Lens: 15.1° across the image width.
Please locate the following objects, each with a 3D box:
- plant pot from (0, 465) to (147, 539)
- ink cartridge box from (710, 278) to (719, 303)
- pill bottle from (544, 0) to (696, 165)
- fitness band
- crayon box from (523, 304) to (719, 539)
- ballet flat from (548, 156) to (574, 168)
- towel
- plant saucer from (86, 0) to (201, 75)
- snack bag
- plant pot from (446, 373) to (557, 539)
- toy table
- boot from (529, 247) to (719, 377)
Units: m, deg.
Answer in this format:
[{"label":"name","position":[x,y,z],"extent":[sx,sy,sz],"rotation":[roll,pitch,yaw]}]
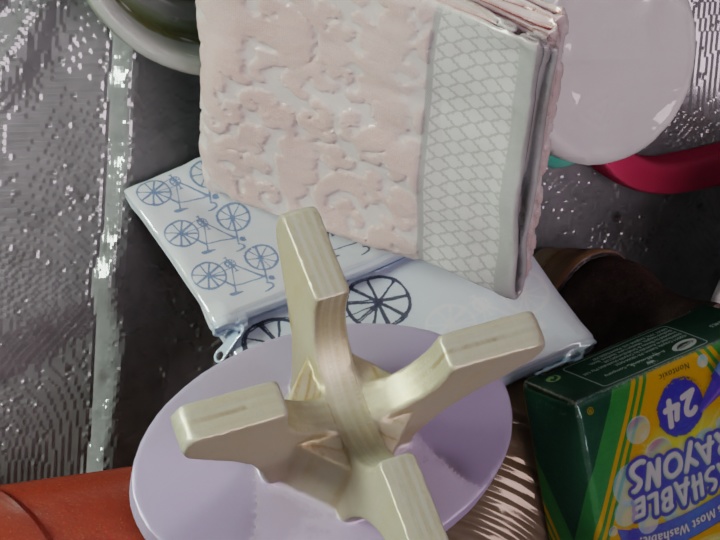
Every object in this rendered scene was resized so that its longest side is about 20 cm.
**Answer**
[{"label":"plant pot","position":[-0.140,0.188,1.411],"extent":[0.195,0.201,0.202],"rotation":[-12,110,-35]},{"label":"ink cartridge box","position":[0.245,0.031,1.584],"extent":[0.085,0.146,0.201],"rotation":[26,106,10]},{"label":"pill bottle","position":[0.078,-0.129,1.429],"extent":[0.112,0.200,0.113],"rotation":[-9,108,-28]},{"label":"fitness band","position":[0.207,-0.121,1.608],"extent":[0.199,0.037,0.144],"rotation":[-12,113,-26]},{"label":"crayon box","position":[0.164,0.134,1.444],"extent":[0.125,0.052,0.201],"rotation":[-21,113,-27]},{"label":"ballet flat","position":[0.126,-0.157,1.518],"extent":[0.067,0.070,0.201],"rotation":[16,92,5]},{"label":"towel","position":[0.004,-0.082,1.354],"extent":[0.200,0.190,0.032],"rotation":[93,22,-49]},{"label":"plant saucer","position":[-0.073,-0.203,1.410],"extent":[0.199,0.050,0.201],"rotation":[-9,108,-28]},{"label":"snack bag","position":[0.000,0.000,1.447],"extent":[0.188,0.200,0.021],"rotation":[-22,155,-23]},{"label":"plant pot","position":[0.051,0.148,1.490],"extent":[0.201,0.200,0.093],"rotation":[49,40,-31]},{"label":"toy table","position":[-0.010,0.074,1.329],"extent":[0.200,0.117,0.184],"rotation":[-27,73,-20]},{"label":"boot","position":[0.124,0.089,1.539],"extent":[0.072,0.166,0.201],"rotation":[16,96,-35]}]
